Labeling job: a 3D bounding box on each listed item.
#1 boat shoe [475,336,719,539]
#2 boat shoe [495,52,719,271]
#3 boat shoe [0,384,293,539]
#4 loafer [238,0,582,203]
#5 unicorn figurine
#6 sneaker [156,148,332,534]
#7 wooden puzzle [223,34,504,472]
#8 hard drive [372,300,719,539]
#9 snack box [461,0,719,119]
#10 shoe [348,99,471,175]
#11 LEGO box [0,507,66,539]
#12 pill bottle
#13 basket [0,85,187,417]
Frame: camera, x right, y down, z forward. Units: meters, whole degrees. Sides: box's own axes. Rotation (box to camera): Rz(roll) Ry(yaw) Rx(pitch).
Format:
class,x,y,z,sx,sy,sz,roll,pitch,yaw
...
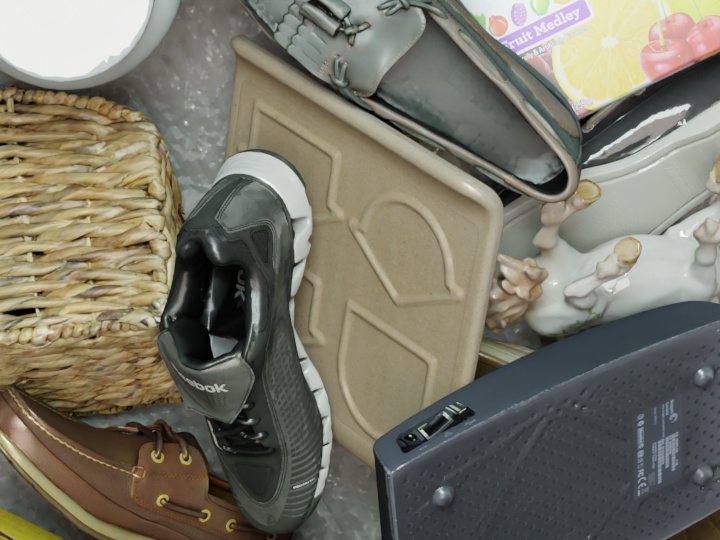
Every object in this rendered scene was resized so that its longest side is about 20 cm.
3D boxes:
class,x,y,z,sx,sy,sz,roll,pitch,yaw
boat shoe,0.108,0.079,1.341,0.199,0.065,0.072,25,122,-15
boat shoe,0.137,-0.058,1.316,0.200,0.060,0.074,-31,137,11
boat shoe,-0.113,0.107,1.332,0.200,0.072,0.068,37,95,-35
loafer,0.026,-0.099,1.200,0.200,0.063,0.072,32,105,-17
unicorn figurine,0.150,0.005,1.300,0.199,0.074,0.138,5,145,-11
sneaker,-0.062,0.048,1.247,0.066,0.090,0.201,9,117,25
wooden puzzle,0.000,0.000,1.270,0.046,0.185,0.201,-24,133,-36
hard drive,0.096,0.094,1.241,0.199,0.042,0.135,-23,131,-20
snack box,0.100,-0.181,1.267,0.142,0.053,0.201,-25,91,4
shoe,0.023,-0.035,1.323,0.053,0.070,0.201,-3,112,-27
LEGO box,-0.219,0.198,1.328,0.199,0.077,0.150,22,105,22
pill bottle,-0.138,-0.147,1.213,0.110,0.200,0.111,-1,105,-5
basket,-0.188,-0.005,1.324,0.199,0.149,0.143,-7,72,1
